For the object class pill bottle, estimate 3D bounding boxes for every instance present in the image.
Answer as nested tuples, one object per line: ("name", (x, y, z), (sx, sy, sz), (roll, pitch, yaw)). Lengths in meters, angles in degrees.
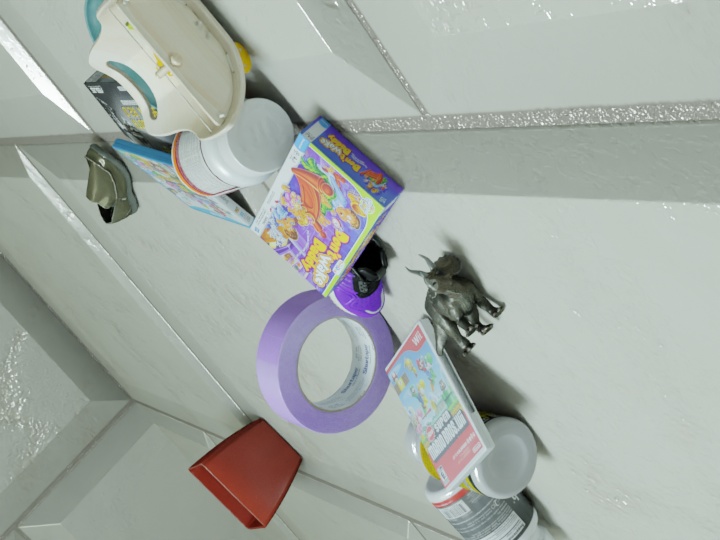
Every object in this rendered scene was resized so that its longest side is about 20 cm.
("pill bottle", (-0.161, -0.157, 1.599), (0.110, 0.110, 0.200), (49, 159, -15))
("pill bottle", (0.152, 0.253, 1.810), (0.113, 0.113, 0.199), (52, 158, -22))
("pill bottle", (0.202, 0.376, 1.954), (0.200, 0.116, 0.116), (48, 159, -13))

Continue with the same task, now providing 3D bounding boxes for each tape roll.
("tape roll", (-0.049, 0.130, 1.821), (0.065, 0.200, 0.201), (11, 143, 56))

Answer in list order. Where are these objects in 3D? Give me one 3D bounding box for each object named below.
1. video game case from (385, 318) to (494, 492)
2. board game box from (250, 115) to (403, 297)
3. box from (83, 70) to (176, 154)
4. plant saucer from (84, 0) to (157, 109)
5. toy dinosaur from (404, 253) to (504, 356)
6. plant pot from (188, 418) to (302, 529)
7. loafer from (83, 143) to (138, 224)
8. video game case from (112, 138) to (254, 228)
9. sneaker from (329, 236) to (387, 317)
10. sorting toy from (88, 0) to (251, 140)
("video game case", (0.105, 0.185, 1.730), (0.201, 0.017, 0.143), (63, 149, 23))
("board game box", (-0.045, -0.075, 1.546), (0.134, 0.045, 0.200), (41, 140, 6))
("box", (-0.299, -0.224, 1.816), (0.199, 0.048, 0.159), (13, 143, 55))
("plant saucer", (-0.266, -0.288, 1.614), (0.199, 0.036, 0.201), (29, 149, 19))
("toy dinosaur", (0.114, 0.042, 1.554), (0.102, 0.077, 0.200), (50, 167, 17))
("plant pot", (-0.246, 0.449, 2.855), (0.200, 0.176, 0.200), (45, 160, -3))
("loafer", (-0.444, -0.143, 2.215), (0.075, 0.070, 0.201), (34, 158, 24))
("video game case", (-0.259, -0.128, 1.870), (0.142, 0.018, 0.200), (18, 166, 37))
("sneaker", (0.000, 0.000, 1.664), (0.099, 0.070, 0.201), (21, 151, 41))
("sorting toy", (-0.243, -0.241, 1.514), (0.179, 0.107, 0.200), (-24, 112, 45))
